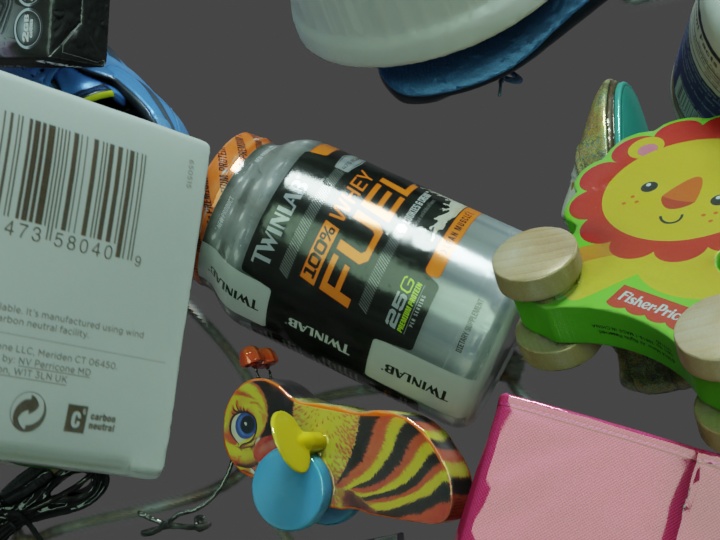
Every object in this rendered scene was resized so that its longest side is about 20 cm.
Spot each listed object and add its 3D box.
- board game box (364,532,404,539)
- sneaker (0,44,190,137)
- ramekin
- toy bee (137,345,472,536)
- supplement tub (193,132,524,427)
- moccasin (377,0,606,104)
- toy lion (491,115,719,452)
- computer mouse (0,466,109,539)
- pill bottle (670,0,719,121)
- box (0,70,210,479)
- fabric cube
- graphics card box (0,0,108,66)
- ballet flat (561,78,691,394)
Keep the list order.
[{"bbox_3d":[-0.033,0.187,0.698,0.120,0.200,0.032,-7,93,3],"label":"board game box"},{"bbox_3d":[-0.186,-0.126,0.857,0.200,0.078,0.066,43,85,16],"label":"sneaker"},{"bbox_3d":[0.034,-0.224,0.799,0.200,0.098,0.201,-16,41,15],"label":"ramekin"},{"bbox_3d":[-0.038,0.095,0.753,0.199,0.131,0.109,-4,83,2],"label":"toy bee"},{"bbox_3d":[0.000,0.000,0.781,0.200,0.123,0.123,24,79,11],"label":"supplement tub"},{"bbox_3d":[0.105,-0.161,0.843,0.200,0.068,0.081,-27,82,0],"label":"moccasin"},{"bbox_3d":[0.180,-0.014,0.679,0.192,0.069,0.200,-38,35,-21],"label":"toy lion"},{"bbox_3d":[-0.160,0.207,0.787,0.110,0.044,0.200,-36,69,-9],"label":"computer mouse"},{"bbox_3d":[0.245,-0.139,0.752,0.111,0.200,0.111,-1,76,5],"label":"pill bottle"},{"bbox_3d":[-0.221,0.004,0.726,0.171,0.199,0.201,-1,78,46],"label":"box"},{"bbox_3d":[0.138,0.197,0.678,0.200,0.196,0.200,15,77,9],"label":"fabric cube"},{"bbox_3d":[-0.242,-0.191,0.824,0.200,0.051,0.126,7,94,33],"label":"graphics card box"},{"bbox_3d":[0.159,-0.020,0.805,0.071,0.071,0.200,-14,73,2],"label":"ballet flat"}]
